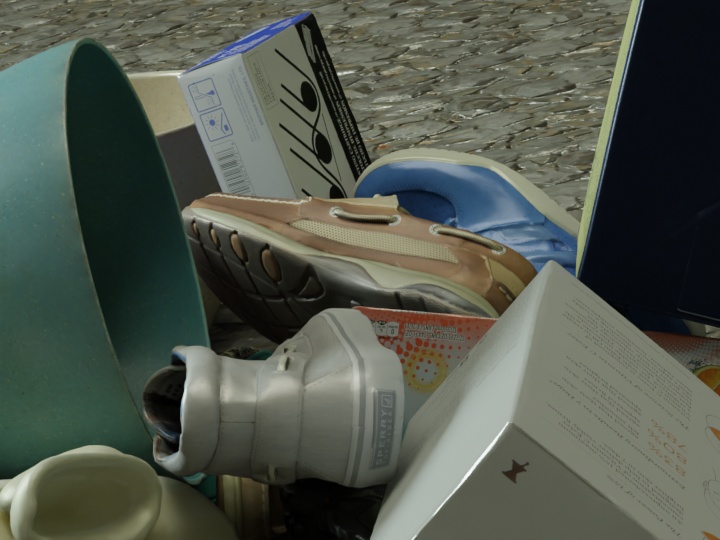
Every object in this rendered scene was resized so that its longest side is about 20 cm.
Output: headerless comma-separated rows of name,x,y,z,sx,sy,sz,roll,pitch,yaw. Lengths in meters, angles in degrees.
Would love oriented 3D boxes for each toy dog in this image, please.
toy dog,-0.159,0.125,1.142,0.199,0.141,0.194,-1,17,32

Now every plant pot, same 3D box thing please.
plant pot,-0.157,0.012,1.232,0.134,0.201,0.200,-14,15,9

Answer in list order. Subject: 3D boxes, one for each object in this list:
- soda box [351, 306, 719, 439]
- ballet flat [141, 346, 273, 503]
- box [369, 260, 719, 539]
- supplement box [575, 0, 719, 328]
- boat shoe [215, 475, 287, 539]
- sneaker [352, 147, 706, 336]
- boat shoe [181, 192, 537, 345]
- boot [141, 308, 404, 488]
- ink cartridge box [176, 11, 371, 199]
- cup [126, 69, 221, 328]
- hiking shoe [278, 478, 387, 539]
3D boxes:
soda box,0.092,0.060,1.255,0.198,0.069,0.064,5,-6,9
ballet flat,-0.093,0.090,1.384,0.075,0.068,0.200,-27,3,21
box,0.083,0.096,1.073,0.098,0.124,0.200,-49,5,18
supplement box,0.185,-0.083,1.293,0.133,0.201,0.200,13,8,3
boat shoe,-0.024,0.083,1.334,0.064,0.073,0.200,4,12,11
sneaker,0.072,0.013,1.402,0.199,0.077,0.111,33,29,8
boat shoe,0.000,0.000,1.375,0.199,0.076,0.072,20,50,30
boot,-0.043,0.050,1.159,0.095,0.074,0.200,5,-1,-8
ink cartridge box,-0.024,-0.027,1.467,0.044,0.201,0.094,-16,11,27
cup,-0.149,-0.024,1.639,0.199,0.144,0.200,-9,16,3
hiking shoe,0.032,0.114,1.177,0.100,0.076,0.200,-16,16,-13
